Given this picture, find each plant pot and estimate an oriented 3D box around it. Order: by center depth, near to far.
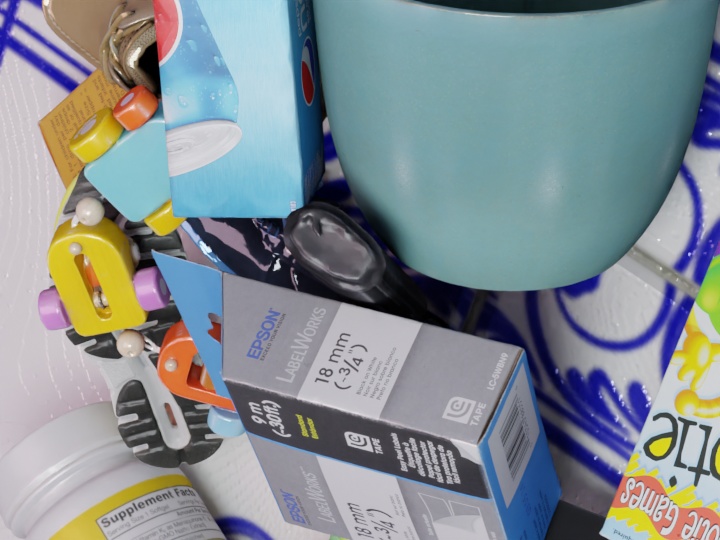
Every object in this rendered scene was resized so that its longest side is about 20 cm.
[{"bbox_3d":[0.074,-0.087,1.312,0.200,0.200,0.161,22,125,35],"label":"plant pot"}]

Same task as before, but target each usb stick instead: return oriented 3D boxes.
[{"bbox_3d":[0.000,0.000,1.342,0.055,0.200,0.033,34,88,10],"label":"usb stick"}]

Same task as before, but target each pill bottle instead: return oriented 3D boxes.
[{"bbox_3d":[-0.127,0.183,1.570,0.114,0.114,0.200,-48,67,34],"label":"pill bottle"}]

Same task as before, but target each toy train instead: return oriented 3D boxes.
[{"bbox_3d":[-0.089,-0.013,1.423,0.150,0.056,0.200,11,123,0],"label":"toy train"}]

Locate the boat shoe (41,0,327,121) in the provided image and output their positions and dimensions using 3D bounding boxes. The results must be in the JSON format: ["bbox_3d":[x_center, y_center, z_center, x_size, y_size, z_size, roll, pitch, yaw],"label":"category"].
[{"bbox_3d":[-0.105,-0.124,1.445,0.200,0.064,0.071,21,110,36],"label":"boat shoe"}]

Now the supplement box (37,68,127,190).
[{"bbox_3d":[-0.096,-0.109,1.526,0.200,0.066,0.069,-39,73,37],"label":"supplement box"}]

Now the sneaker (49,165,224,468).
[{"bbox_3d":[-0.128,0.013,1.527,0.078,0.090,0.200,-10,127,2],"label":"sneaker"}]

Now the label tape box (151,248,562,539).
[{"bbox_3d":[-0.011,0.074,1.332,0.200,0.063,0.144,14,150,22],"label":"label tape box"}]

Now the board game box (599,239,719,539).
[{"bbox_3d":[0.210,0.053,1.247,0.105,0.103,0.200,27,102,33],"label":"board game box"}]

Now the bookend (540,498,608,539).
[{"bbox_3d":[0.092,0.251,1.396,0.092,0.199,0.200,19,65,36],"label":"bookend"}]

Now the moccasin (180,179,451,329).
[{"bbox_3d":[-0.031,-0.014,1.482,0.200,0.080,0.068,43,108,-1],"label":"moccasin"}]

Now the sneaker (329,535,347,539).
[{"bbox_3d":[0.017,0.140,1.473,0.200,0.074,0.084,-36,76,28],"label":"sneaker"}]

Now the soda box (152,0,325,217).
[{"bbox_3d":[-0.060,-0.128,1.288,0.068,0.064,0.201,0,112,10],"label":"soda box"}]
